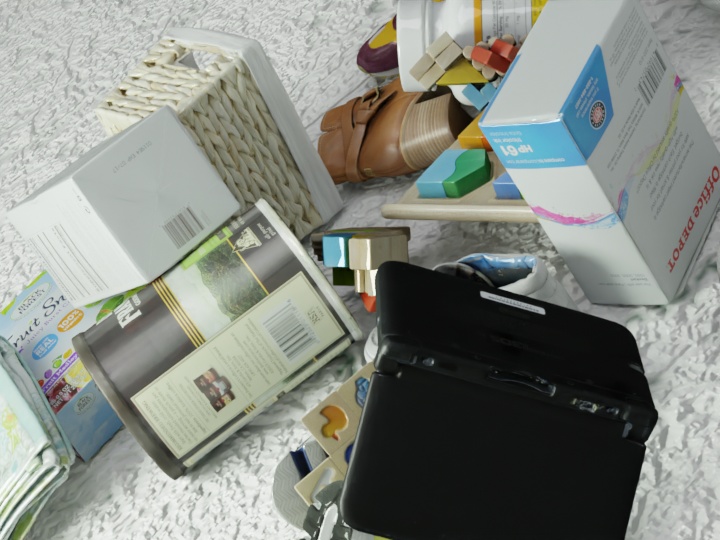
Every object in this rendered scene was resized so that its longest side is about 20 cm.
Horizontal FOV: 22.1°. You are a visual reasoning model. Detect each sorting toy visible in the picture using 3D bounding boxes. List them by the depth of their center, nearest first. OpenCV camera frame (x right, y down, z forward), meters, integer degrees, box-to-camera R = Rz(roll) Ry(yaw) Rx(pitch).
[{"bbox_3d":[0.137,-0.098,1.555,0.184,0.037,0.200,2,32,40],"label":"sorting toy"}]

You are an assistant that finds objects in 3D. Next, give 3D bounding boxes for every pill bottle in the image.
[{"bbox_3d":[0.135,-0.202,1.612,0.199,0.111,0.111,-2,42,7],"label":"pill bottle"}]

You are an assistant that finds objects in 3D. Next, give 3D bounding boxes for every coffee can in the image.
[{"bbox_3d":[-0.118,0.057,1.535,0.200,0.147,0.146,-37,35,-4],"label":"coffee can"}]

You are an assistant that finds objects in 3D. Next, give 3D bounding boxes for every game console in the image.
[{"bbox_3d":[0.091,0.103,1.275,0.176,0.199,0.117,-93,22,-59],"label":"game console"}]

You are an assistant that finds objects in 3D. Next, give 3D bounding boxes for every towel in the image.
[{"bbox_3d":[-0.332,0.171,1.599,0.172,0.048,0.200,-55,39,11],"label":"towel"}]

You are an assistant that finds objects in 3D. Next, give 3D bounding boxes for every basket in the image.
[{"bbox_3d":[-0.130,-0.104,1.679,0.135,0.201,0.123,16,53,47],"label":"basket"}]

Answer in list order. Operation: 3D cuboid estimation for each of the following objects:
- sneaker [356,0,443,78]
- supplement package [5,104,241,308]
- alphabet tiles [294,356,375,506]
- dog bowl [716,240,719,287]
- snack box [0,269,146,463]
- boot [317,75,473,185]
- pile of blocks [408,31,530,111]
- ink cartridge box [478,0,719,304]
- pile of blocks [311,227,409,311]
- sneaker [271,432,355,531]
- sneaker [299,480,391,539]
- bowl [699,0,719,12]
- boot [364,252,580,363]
[{"bbox_3d":[0.071,-0.272,1.817,0.199,0.090,0.075,-33,35,2],"label":"sneaker"},{"bbox_3d":[-0.209,-0.051,1.597,0.114,0.110,0.200,-40,11,-25],"label":"supplement package"},{"bbox_3d":[0.059,0.130,1.317,0.200,0.167,0.006,-39,-3,-8],"label":"alphabet tiles"},{"bbox_3d":[0.346,-0.011,1.315,0.199,0.059,0.201,-21,37,17],"label":"dog bowl"},{"bbox_3d":[-0.258,0.068,1.704,0.169,0.068,0.200,-46,36,-16],"label":"snack box"},{"bbox_3d":[0.038,-0.166,1.738,0.154,0.074,0.201,-16,36,31],"label":"boot"},{"bbox_3d":[0.138,-0.165,1.525,0.199,0.083,0.062,-7,1,8],"label":"pile of blocks"},{"bbox_3d":[0.192,-0.091,1.413,0.084,0.200,0.145,-3,45,42],"label":"ink cartridge box"},{"bbox_3d":[0.000,0.000,1.518,0.082,0.063,0.200,-2,4,2],"label":"pile of blocks"},{"bbox_3d":[0.022,0.130,1.379,0.198,0.081,0.115,-17,5,-7],"label":"sneaker"},{"bbox_3d":[-0.004,0.250,1.258,0.078,0.090,0.201,17,91,56],"label":"sneaker"},{"bbox_3d":[0.328,-0.331,1.616,0.200,0.200,0.075,-34,-8,-15],"label":"bowl"},{"bbox_3d":[0.075,0.029,1.454,0.199,0.096,0.074,-10,42,31],"label":"boot"}]
